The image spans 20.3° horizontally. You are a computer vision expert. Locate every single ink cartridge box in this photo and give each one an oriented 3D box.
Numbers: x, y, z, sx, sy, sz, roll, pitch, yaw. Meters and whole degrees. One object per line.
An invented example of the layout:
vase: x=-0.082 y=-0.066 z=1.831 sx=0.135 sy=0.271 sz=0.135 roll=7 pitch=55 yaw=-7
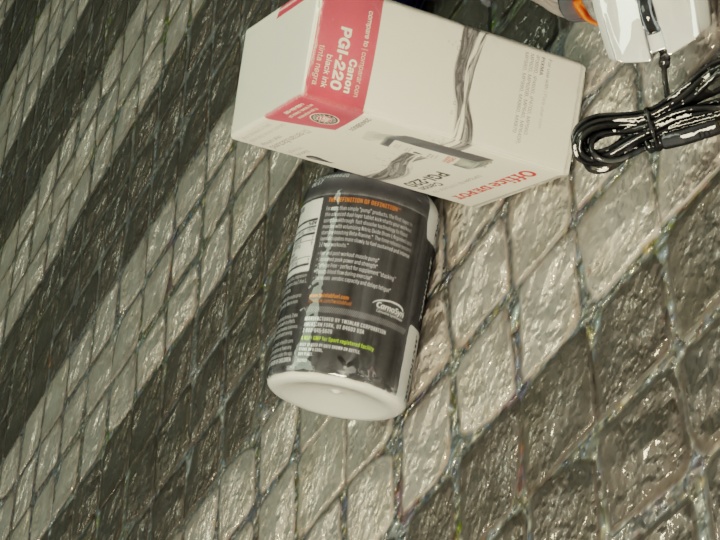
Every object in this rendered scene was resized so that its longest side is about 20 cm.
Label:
ink cartridge box: x=0.031 y=-0.114 z=1.359 sx=0.145 sy=0.198 sz=0.086 roll=162 pitch=119 yaw=-65

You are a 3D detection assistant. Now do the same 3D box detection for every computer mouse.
computer mouse: x=0.167 y=-0.159 z=1.184 sx=0.109 sy=0.044 sz=0.202 roll=-18 pitch=57 yaw=24

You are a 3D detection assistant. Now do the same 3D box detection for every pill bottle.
pill bottle: x=0.000 y=0.000 z=1.477 sx=0.106 sy=0.105 sz=0.202 roll=-27 pitch=48 yaw=62

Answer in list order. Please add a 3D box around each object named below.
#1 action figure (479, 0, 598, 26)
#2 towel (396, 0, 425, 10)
action figure: x=0.168 y=-0.237 z=1.315 sx=0.199 sy=0.105 sz=0.195 roll=-27 pitch=47 yaw=21
towel: x=0.035 y=-0.266 z=1.704 sx=0.202 sy=0.049 sz=0.148 roll=-67 pitch=18 yaw=8
